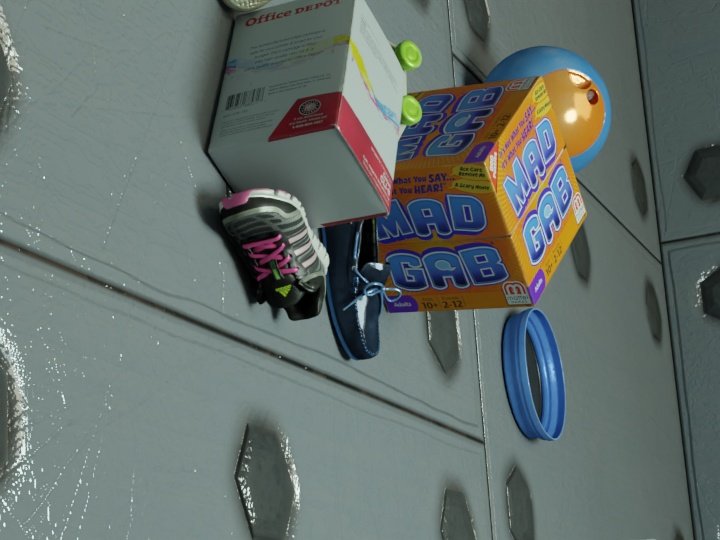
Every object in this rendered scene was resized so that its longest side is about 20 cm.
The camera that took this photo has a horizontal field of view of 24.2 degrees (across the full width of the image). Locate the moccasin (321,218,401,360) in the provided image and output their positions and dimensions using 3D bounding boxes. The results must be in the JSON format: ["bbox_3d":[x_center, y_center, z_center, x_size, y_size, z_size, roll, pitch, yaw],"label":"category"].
[{"bbox_3d":[0.000,0.000,1.888,0.080,0.068,0.200,-12,92,-69],"label":"moccasin"}]

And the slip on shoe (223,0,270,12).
[{"bbox_3d":[-0.103,-0.348,1.795,0.074,0.061,0.200,40,52,-27],"label":"slip on shoe"}]

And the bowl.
[{"bbox_3d":[0.260,0.157,2.521,0.201,0.039,0.201,-10,90,-68],"label":"bowl"}]

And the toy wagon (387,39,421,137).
[{"bbox_3d":[0.004,-0.162,1.865,0.040,0.155,0.200,19,60,-35],"label":"toy wagon"}]

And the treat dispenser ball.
[{"bbox_3d":[0.273,-0.234,2.506,0.201,0.201,0.201,-10,90,-69],"label":"treat dispenser ball"}]

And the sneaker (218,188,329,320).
[{"bbox_3d":[-0.081,-0.011,1.680,0.200,0.074,0.088,53,27,-58],"label":"sneaker"}]

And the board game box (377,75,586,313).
[{"bbox_3d":[0.126,-0.089,2.019,0.200,0.200,0.200,-55,132,-46],"label":"board game box"}]

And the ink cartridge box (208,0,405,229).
[{"bbox_3d":[-0.050,-0.164,1.729,0.145,0.145,0.200,56,32,-45],"label":"ink cartridge box"}]

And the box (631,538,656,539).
[{"bbox_3d":[0.358,0.476,2.405,0.199,0.200,0.131,44,43,-56],"label":"box"}]
